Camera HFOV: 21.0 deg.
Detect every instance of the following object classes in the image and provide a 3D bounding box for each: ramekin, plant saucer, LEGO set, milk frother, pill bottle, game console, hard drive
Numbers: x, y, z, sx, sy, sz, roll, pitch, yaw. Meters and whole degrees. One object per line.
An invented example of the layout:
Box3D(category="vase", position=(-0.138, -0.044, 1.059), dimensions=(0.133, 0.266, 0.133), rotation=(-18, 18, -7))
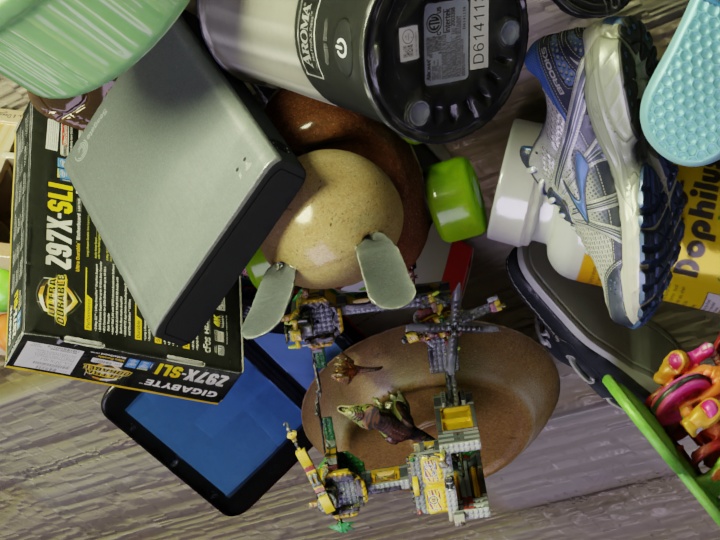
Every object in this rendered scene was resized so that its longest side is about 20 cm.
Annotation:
Box3D(category="ramekin", position=(-0.174, -0.201, 1.161), dimensions=(0.200, 0.200, 0.098), rotation=(-18, 139, 37))
Box3D(category="plant saucer", position=(0.056, 0.114, 1.469), dimensions=(0.200, 0.036, 0.200), rotation=(-5, 140, -4))
Box3D(category="LEGO set", position=(0.021, 0.098, 1.347), dimensions=(0.153, 0.116, 0.201), rotation=(0, 106, -1))
Box3D(category="milk frother", position=(0.038, -0.176, 1.173), dimensions=(0.200, 0.181, 0.188), rotation=(7, -168, -37))
Box3D(category="pill bottle", position=(0.190, -0.040, 1.297), dimensions=(0.199, 0.113, 0.113), rotation=(14, 143, 4))
Box3D(category="game console", position=(-0.064, 0.109, 1.484), dimensions=(0.172, 0.119, 0.200), rotation=(4, 151, 37))
Box3D(category="hard drive", position=(-0.117, -0.065, 1.243), dimensions=(0.033, 0.200, 0.140), rotation=(22, 112, -38))

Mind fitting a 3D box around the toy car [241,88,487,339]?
Box3D(category="toy car", position=(-0.013, -0.021, 1.234), dimensions=(0.164, 0.200, 0.158), rotation=(-15, 123, 11))

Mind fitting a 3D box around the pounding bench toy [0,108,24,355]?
Box3D(category="pounding bench toy", position=(-0.230, -0.017, 1.444), dimensions=(0.199, 0.156, 0.124), rotation=(6, 142, 12))

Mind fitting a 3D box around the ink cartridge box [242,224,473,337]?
Box3D(category="ink cartridge box", position=(0.000, 0.000, 1.454), dimensions=(0.200, 0.067, 0.116), rotation=(33, 142, -21))

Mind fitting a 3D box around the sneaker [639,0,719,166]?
Box3D(category="sneaker", position=(0.241, -0.160, 1.165), dimensions=(0.079, 0.131, 0.200), rotation=(36, 108, 12))

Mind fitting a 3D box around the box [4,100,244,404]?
Box3D(category="box", position=(-0.164, -0.015, 1.359), dimensions=(0.159, 0.200, 0.049), rotation=(10, 144, -22))

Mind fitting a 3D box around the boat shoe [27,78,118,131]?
Box3D(category="boat shoe", position=(-0.130, -0.111, 1.363), dimensions=(0.202, 0.075, 0.075), rotation=(27, 108, -4))

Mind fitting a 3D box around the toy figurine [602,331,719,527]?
Box3D(category="toy figurine", position=(0.281, 0.070, 1.363), dimensions=(0.184, 0.150, 0.200), rotation=(-39, 147, 5))

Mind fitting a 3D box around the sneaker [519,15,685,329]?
Box3D(category="sneaker", position=(0.148, -0.061, 1.211), dimensions=(0.085, 0.077, 0.201), rotation=(1, 111, 31))

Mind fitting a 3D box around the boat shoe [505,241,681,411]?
Box3D(category="boat shoe", position=(0.166, 0.047, 1.449), dimensions=(0.060, 0.076, 0.200), rotation=(-26, 126, 35))

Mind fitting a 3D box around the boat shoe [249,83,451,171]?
Box3D(category="boat shoe", position=(-0.013, -0.100, 1.337), dimensions=(0.201, 0.061, 0.072), rotation=(39, 138, -28))
